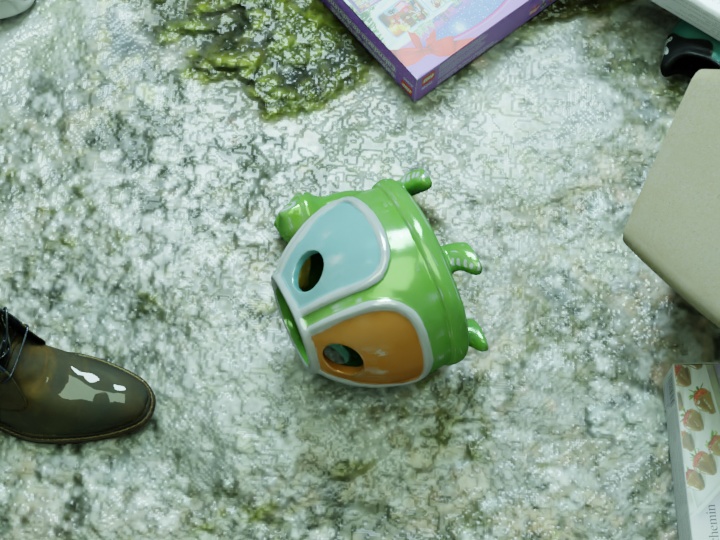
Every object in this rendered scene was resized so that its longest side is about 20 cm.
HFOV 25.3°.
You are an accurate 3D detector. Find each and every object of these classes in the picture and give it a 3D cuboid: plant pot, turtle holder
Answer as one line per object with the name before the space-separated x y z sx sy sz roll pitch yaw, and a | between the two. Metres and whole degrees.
plant pot | 0.307 -0.041 1.143 0.177 0.200 0.200 27 99 28
turtle holder | 0.001 -0.001 1.165 0.132 0.141 0.186 -22 71 -9

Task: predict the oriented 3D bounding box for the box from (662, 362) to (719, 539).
box | 0.250 0.166 1.155 0.039 0.041 0.200 -1 67 -2

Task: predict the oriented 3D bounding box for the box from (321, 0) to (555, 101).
box | 0.077 -0.248 1.324 0.200 0.039 0.137 -36 72 -15

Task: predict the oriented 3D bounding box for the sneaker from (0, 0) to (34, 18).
sneaker | -0.298 -0.313 1.308 0.078 0.099 0.200 -8 68 -5

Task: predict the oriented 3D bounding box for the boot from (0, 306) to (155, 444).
boot | -0.249 0.073 1.150 0.200 0.097 0.075 9 67 3

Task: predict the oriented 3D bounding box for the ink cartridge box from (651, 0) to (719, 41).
ink cartridge box | 0.279 -0.291 1.276 0.200 0.045 0.176 36 81 20

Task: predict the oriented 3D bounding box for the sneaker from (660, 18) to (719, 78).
sneaker | 0.330 -0.136 1.272 0.200 0.071 0.080 34 73 19
